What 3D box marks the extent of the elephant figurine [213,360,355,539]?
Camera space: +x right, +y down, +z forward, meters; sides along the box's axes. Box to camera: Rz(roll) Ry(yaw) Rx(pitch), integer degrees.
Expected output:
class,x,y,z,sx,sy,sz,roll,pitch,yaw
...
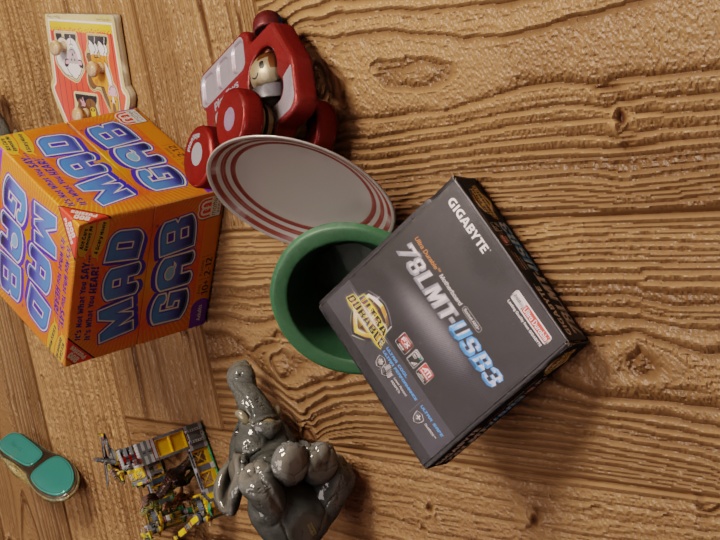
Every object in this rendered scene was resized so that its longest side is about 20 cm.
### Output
class,x,y,z,sx,sy,sz,roll,pitch,yaw
elephant figurine,-0.101,0.221,1.853,0.141,0.155,0.200,42,172,-33

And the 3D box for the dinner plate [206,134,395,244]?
class,x,y,z,sx,sy,sz,roll,pitch,yaw
dinner plate,-0.058,-0.081,1.657,0.200,0.200,0.024,-30,37,53

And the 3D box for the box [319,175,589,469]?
class,x,y,z,sx,sy,sz,roll,pitch,yaw
box,0.084,0.049,1.540,0.198,0.050,0.200,-43,68,28

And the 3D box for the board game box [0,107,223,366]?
class,x,y,z,sx,sy,sz,roll,pitch,yaw
board game box,-0.307,-0.044,1.942,0.200,0.200,0.200,41,133,36

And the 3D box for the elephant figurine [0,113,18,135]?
class,x,y,z,sx,sy,sz,roll,pitch,yaw
elephant figurine,-0.483,-0.125,2.225,0.142,0.155,0.200,44,178,-40

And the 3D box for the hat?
class,x,y,z,sx,sy,sz,roll,pitch,yaw
hat,0.000,0.000,1.713,0.200,0.176,0.166,7,112,11

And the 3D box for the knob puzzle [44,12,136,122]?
class,x,y,z,sx,sy,sz,roll,pitch,yaw
knob puzzle,-0.346,-0.222,2.064,0.219,0.030,0.220,24,123,45

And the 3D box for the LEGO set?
class,x,y,z,sx,sy,sz,roll,pitch,yaw
LEGO set,-0.265,0.275,2.084,0.200,0.116,0.154,-9,96,54

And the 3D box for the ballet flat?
class,x,y,z,sx,sy,sz,roll,pitch,yaw
ballet flat,-0.463,0.301,2.409,0.200,0.071,0.071,26,123,44

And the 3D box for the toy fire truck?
class,x,y,z,sx,sy,sz,roll,pitch,yaw
toy fire truck,-0.111,-0.180,1.723,0.200,0.112,0.168,-39,54,51
